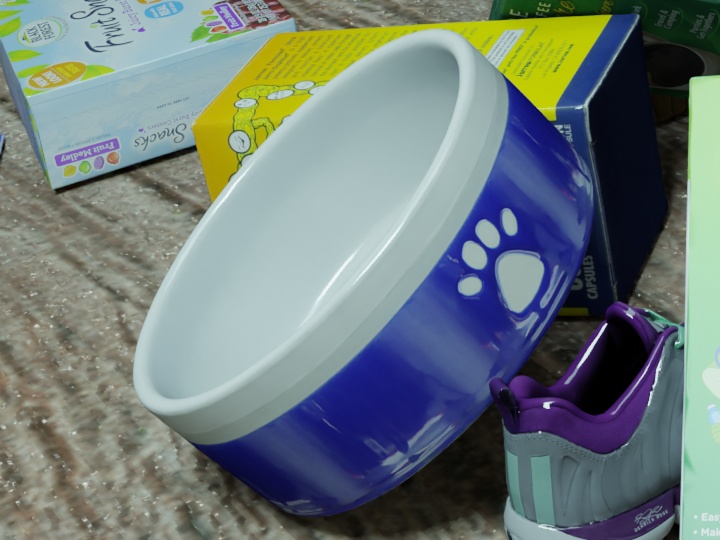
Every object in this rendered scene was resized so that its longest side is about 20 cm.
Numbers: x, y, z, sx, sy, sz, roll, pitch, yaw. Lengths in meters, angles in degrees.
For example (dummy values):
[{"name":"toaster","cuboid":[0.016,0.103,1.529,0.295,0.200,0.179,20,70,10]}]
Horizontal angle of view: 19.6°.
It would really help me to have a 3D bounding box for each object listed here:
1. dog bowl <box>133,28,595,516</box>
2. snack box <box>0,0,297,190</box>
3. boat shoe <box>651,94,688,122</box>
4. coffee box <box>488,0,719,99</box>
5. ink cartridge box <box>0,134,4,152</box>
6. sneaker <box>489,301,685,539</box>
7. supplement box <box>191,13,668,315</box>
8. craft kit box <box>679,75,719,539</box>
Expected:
[{"name":"dog bowl","cuboid":[0.000,0.000,0.866,0.200,0.079,0.200,-41,23,22]},{"name":"snack box","cuboid":[-0.137,-0.135,1.305,0.168,0.068,0.200,-17,26,-9]},{"name":"boat shoe","cuboid":[0.114,-0.111,1.141,0.199,0.071,0.069,-19,24,-14]},{"name":"coffee box","cuboid":[0.166,-0.128,1.039,0.199,0.123,0.044,9,72,1]},{"name":"ink cartridge box","cuboid":[-0.318,-0.039,1.230,0.199,0.044,0.198,-11,26,1]},{"name":"sneaker","cuboid":[0.139,0.041,0.816,0.199,0.088,0.074,-27,30,-26]},{"name":"supplement box","cuboid":[0.037,-0.050,1.016,0.199,0.109,0.110,-1,29,24]},{"name":"craft kit box","cuboid":[0.215,0.022,0.737,0.199,0.049,0.199,-3,68,20]}]
